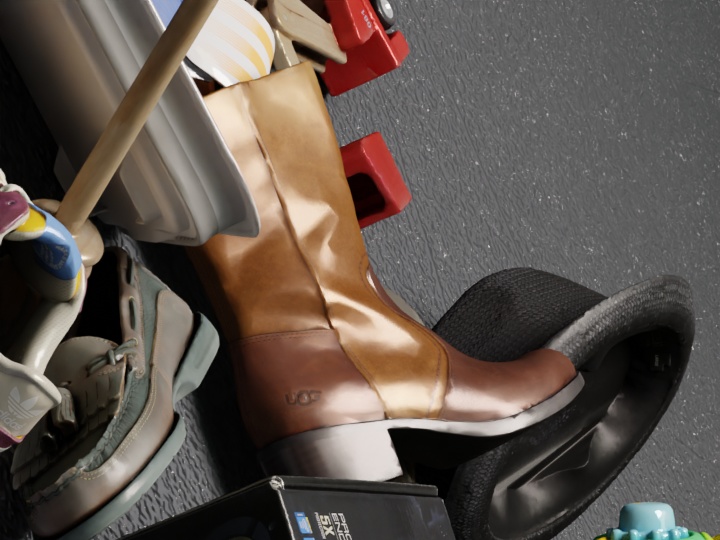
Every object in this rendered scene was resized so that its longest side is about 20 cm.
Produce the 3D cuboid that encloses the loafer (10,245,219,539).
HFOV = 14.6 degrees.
[{"bbox_3d":[-0.108,0.048,1.115,0.063,0.072,0.200,54,16,-12],"label":"loafer"}]

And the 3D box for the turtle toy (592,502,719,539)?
[{"bbox_3d":[0.136,0.197,1.445,0.101,0.146,0.200,37,29,-12],"label":"turtle toy"}]

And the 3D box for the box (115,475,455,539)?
[{"bbox_3d":[-0.006,0.194,1.170,0.164,0.086,0.201,14,56,-64],"label":"box"}]

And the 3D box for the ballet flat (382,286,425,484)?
[{"bbox_3d":[0.002,0.079,1.363,0.067,0.046,0.200,16,38,-16],"label":"ballet flat"}]

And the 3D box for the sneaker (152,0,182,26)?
[{"bbox_3d":[-0.099,-0.162,1.290,0.076,0.077,0.200,52,20,-36],"label":"sneaker"}]

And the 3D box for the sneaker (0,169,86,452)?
[{"bbox_3d":[-0.142,-0.012,1.054,0.075,0.090,0.200,42,33,-45],"label":"sneaker"}]

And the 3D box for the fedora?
[{"bbox_3d":[0.085,0.061,1.469,0.092,0.201,0.200,36,10,26],"label":"fedora"}]

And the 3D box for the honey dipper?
[{"bbox_3d":[-0.090,-0.055,1.082,0.038,0.200,0.038,26,31,-17],"label":"honey dipper"}]

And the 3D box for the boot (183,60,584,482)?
[{"bbox_3d":[0.000,0.000,1.310,0.188,0.068,0.200,-17,80,-30],"label":"boot"}]

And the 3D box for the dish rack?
[{"bbox_3d":[-0.121,-0.094,1.162,0.200,0.043,0.172,62,-16,-12],"label":"dish rack"}]

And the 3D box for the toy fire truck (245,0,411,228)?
[{"bbox_3d":[-0.029,-0.128,1.478,0.200,0.049,0.141,62,23,-12],"label":"toy fire truck"}]

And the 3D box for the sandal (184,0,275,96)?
[{"bbox_3d":[-0.077,-0.123,1.351,0.079,0.059,0.207,43,32,-44],"label":"sandal"}]
